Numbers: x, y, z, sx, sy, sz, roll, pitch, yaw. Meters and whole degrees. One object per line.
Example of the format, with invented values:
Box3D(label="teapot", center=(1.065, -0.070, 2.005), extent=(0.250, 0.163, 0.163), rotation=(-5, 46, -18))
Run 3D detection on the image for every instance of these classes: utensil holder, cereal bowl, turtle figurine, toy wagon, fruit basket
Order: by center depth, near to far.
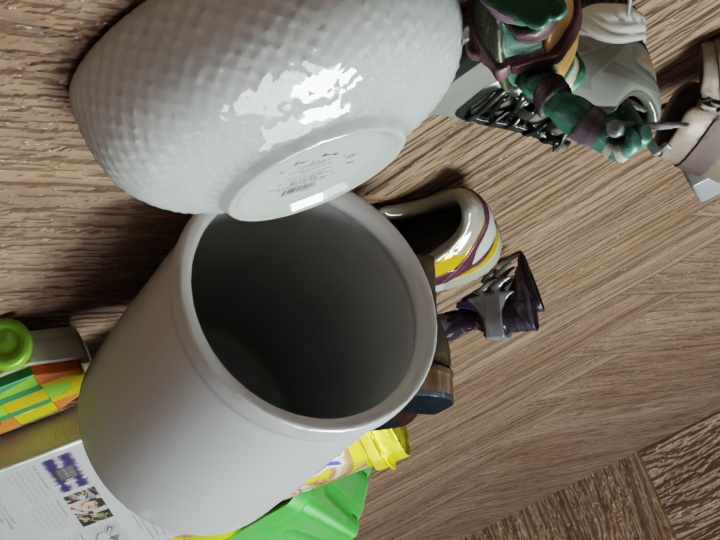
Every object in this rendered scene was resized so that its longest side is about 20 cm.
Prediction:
Box3D(label="turtle figurine", center=(0.099, -0.122, 0.943), extent=(0.100, 0.150, 0.200), rotation=(-8, 160, 11))
Box3D(label="cereal bowl", center=(-0.035, -0.082, 0.949), extent=(0.199, 0.084, 0.200), rotation=(-23, 166, -6))
Box3D(label="utensil holder", center=(-0.071, 0.060, 1.216), extent=(0.169, 0.171, 0.200), rotation=(-14, 160, -34))
Box3D(label="toy wagon", center=(-0.275, 0.090, 1.286), extent=(0.199, 0.040, 0.155), rotation=(-22, 166, -6))
Box3D(label="fruit basket", center=(-0.119, 0.201, 1.823), extent=(0.214, 0.156, 0.216), rotation=(8, 137, 7))

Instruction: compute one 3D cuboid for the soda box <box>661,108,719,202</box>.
Box3D(label="soda box", center=(0.317, -0.124, 1.394), extent=(0.199, 0.064, 0.068), rotation=(-26, 165, 9))

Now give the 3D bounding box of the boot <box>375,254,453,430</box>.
Box3D(label="boot", center=(0.007, 0.054, 1.319), extent=(0.074, 0.097, 0.200), rotation=(8, 165, -27))

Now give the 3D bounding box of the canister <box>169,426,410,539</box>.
Box3D(label="canister", center=(-0.081, 0.113, 1.478), extent=(0.199, 0.087, 0.149), rotation=(-22, 122, 8))

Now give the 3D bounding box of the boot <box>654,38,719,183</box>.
Box3D(label="boot", center=(0.273, -0.075, 1.333), extent=(0.145, 0.070, 0.201), rotation=(8, 124, -8))

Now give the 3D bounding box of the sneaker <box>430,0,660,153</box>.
Box3D(label="sneaker", center=(0.100, -0.105, 1.091), extent=(0.199, 0.080, 0.074), rotation=(-9, 162, -40))

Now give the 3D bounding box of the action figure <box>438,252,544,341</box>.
Box3D(label="action figure", center=(0.054, 0.052, 1.627), extent=(0.199, 0.070, 0.130), rotation=(-22, 174, 12))

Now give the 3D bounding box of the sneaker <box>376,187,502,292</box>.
Box3D(label="sneaker", center=(0.000, 0.000, 1.353), extent=(0.199, 0.075, 0.090), rotation=(-31, 157, 5))

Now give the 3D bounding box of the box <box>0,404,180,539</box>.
Box3D(label="box", center=(-0.170, 0.146, 1.391), extent=(0.199, 0.036, 0.145), rotation=(-20, 137, 2))
